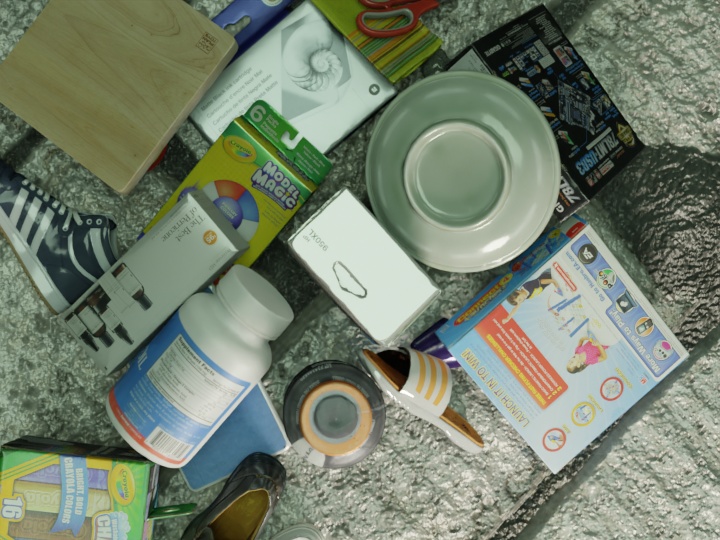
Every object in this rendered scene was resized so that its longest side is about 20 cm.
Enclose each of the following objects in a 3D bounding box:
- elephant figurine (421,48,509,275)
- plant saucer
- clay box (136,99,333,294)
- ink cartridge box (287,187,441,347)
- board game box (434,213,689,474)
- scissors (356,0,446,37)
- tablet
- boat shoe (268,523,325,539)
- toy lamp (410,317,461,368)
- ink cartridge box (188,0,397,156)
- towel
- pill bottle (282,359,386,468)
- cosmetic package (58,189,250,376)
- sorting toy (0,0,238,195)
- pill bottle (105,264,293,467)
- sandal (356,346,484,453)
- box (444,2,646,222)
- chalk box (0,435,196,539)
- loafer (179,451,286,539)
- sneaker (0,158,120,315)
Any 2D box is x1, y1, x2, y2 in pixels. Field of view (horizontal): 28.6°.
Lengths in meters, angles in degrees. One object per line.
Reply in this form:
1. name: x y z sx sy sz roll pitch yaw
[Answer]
1. elephant figurine: 0.113 -0.121 1.514 0.155 0.141 0.201 44 68 -29
2. plant saucer: 0.097 -0.096 1.394 0.197 0.050 0.203 2 98 12
3. clay box: -0.132 -0.072 1.500 0.115 0.048 0.200 41 107 0
4. ink cartridge box: 0.000 0.000 1.458 0.084 0.200 0.145 -44 91 -3
5. board game box: 0.215 0.078 1.499 0.195 0.056 0.200 -41 111 1
6. scissors: 0.085 -0.293 1.541 0.198 0.014 0.074 -8 68 -19
7. tablet: -0.170 0.126 1.517 0.129 0.014 0.202 -25 95 12
8. boat shoe: -0.115 0.350 1.503 0.199 0.069 0.072 -38 90 -4
9. toy lamp: 0.150 0.055 1.538 0.198 0.058 0.059 -24 89 -6
10. ink cartridge box: -0.094 -0.207 1.542 0.199 0.041 0.200 -41 90 -4
11. towel: -0.005 -0.293 1.530 0.200 0.018 0.086 46 59 5
12. pill bottle: -0.029 0.146 1.451 0.105 0.200 0.108 0 88 -3
13. cosmetic package: -0.216 0.013 1.475 0.200 0.051 0.083 -43 89 12
14. sorting toy: -0.257 -0.207 1.501 0.199 0.070 0.200 36 86 15
15. pill bottle: -0.161 0.095 1.447 0.112 0.112 0.200 42 102 -1
16. sandal: 0.075 0.121 1.485 0.059 0.079 0.206 -47 129 7
17. box: 0.200 -0.170 1.487 0.050 0.200 0.199 -35 92 36
18. chalk box: -0.272 0.249 1.472 0.197 0.124 0.126 8 87 -1
19. loafer: -0.149 0.286 1.493 0.072 0.072 0.201 28 100 -5
20. sneaker: -0.331 -0.065 1.508 0.108 0.070 0.201 -30 96 1
